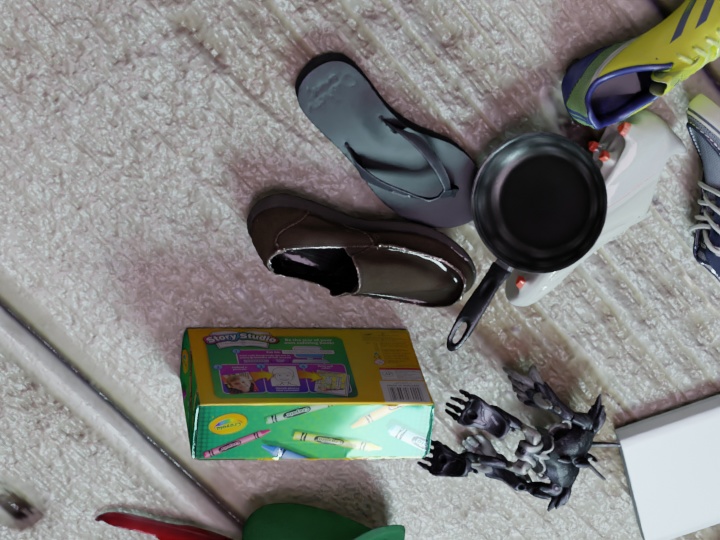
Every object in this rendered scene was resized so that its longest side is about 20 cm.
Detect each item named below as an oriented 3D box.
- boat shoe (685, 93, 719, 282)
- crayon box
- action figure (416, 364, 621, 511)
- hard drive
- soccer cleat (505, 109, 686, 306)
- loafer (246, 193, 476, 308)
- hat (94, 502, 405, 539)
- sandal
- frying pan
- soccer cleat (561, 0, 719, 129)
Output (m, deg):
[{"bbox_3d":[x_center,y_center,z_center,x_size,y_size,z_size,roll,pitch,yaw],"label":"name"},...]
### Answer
[{"bbox_3d":[0.308,-0.053,1.645,0.093,0.075,0.200,-43,123,1],"label":"boat shoe"},{"bbox_3d":[-0.047,0.103,1.647,0.199,0.119,0.058,1,119,-11],"label":"crayon box"},{"bbox_3d":[0.140,0.144,1.723,0.200,0.102,0.119,12,111,-47],"label":"action figure"},{"bbox_3d":[0.344,0.171,1.817,0.199,0.027,0.132,-19,121,-1],"label":"hard drive"},{"bbox_3d":[0.196,-0.043,1.644,0.077,0.069,0.200,27,108,-27],"label":"soccer cleat"},{"bbox_3d":[0.000,0.000,1.618,0.199,0.071,0.073,13,133,-14],"label":"loafer"},{"bbox_3d":[-0.083,0.223,1.766,0.166,0.176,0.200,-50,158,24],"label":"hat"},{"bbox_3d":[0.024,-0.094,1.593,0.200,0.043,0.076,36,107,-26],"label":"sandal"},{"bbox_3d":[0.141,-0.018,1.601,0.114,0.031,0.191,11,97,19],"label":"frying pan"},{"bbox_3d":[0.256,-0.173,1.569,0.200,0.084,0.065,-29,120,6],"label":"soccer cleat"}]
